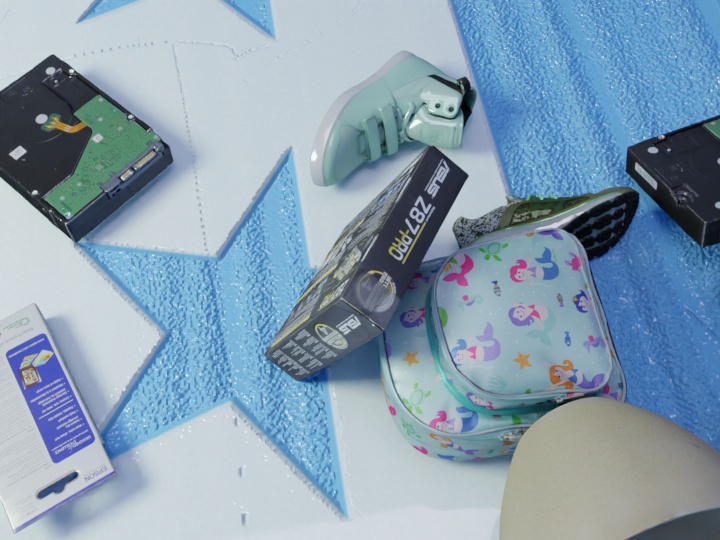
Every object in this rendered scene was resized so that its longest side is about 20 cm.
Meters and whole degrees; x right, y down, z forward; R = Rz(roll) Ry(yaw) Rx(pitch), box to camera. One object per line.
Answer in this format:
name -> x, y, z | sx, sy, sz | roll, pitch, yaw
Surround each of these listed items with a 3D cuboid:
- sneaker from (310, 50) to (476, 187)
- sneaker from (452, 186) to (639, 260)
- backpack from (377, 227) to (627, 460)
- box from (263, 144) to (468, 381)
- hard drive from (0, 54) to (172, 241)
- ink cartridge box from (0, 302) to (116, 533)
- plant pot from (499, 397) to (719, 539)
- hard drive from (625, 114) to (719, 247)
sneaker -> 0.040, -0.147, 0.932 | 0.117, 0.074, 0.201 | 27, 60, 26
sneaker -> 0.176, -0.053, 0.876 | 0.197, 0.078, 0.089 | -18, 50, -11
backpack -> 0.111, 0.064, 0.761 | 0.196, 0.151, 0.180 | -11, 64, 2
box -> 0.000, 0.000, 0.774 | 0.049, 0.200, 0.162 | 37, 61, -8
hard drive -> -0.315, -0.134, 0.958 | 0.199, 0.038, 0.140 | 35, 66, 23
ink cartridge box -> -0.294, 0.129, 0.802 | 0.094, 0.037, 0.201 | -28, 58, -15
plant pot -> 0.182, 0.175, 0.666 | 0.197, 0.202, 0.135 | -17, 47, -8
hard drive -> 0.385, -0.104, 0.894 | 0.197, 0.038, 0.140 | -20, 43, -9
